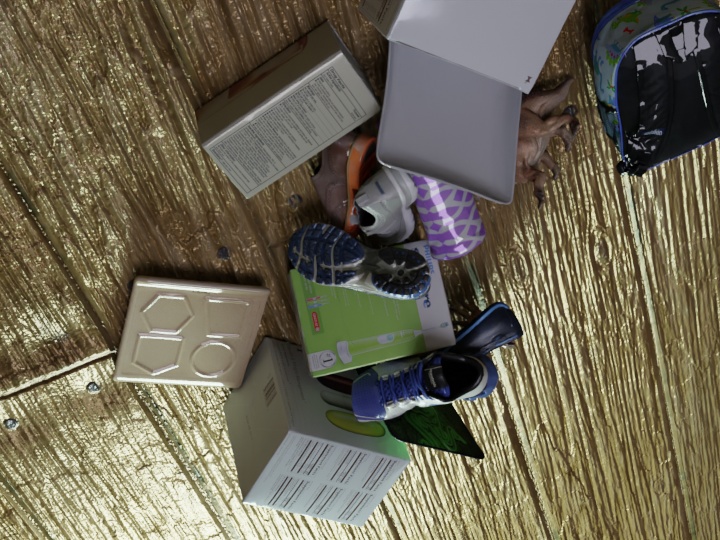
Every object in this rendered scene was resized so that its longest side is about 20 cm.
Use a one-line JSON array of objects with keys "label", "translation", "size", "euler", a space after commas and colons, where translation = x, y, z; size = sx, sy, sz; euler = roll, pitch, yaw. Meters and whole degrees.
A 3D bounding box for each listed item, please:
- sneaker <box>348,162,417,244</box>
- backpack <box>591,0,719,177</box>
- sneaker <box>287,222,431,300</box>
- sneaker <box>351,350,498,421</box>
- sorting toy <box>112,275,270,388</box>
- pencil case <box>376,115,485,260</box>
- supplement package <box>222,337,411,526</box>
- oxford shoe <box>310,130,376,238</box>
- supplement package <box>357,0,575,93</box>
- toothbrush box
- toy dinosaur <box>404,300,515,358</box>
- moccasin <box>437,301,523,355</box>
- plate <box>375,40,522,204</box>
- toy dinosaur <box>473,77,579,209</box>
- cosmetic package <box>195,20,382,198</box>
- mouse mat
[{"label": "sneaker", "translation": [0.019, -0.079, 1.489], "size": [0.081, 0.075, 0.200], "euler": [-27, 163, -9]}, {"label": "backpack", "translation": [0.373, -0.252, 1.470], "size": [0.181, 0.148, 0.201], "euler": [-21, 134, 1]}, {"label": "sneaker", "translation": [0.000, 0.000, 1.516], "size": [0.078, 0.198, 0.085], "euler": [-69, 161, -8]}, {"label": "sneaker", "translation": [0.079, 0.142, 1.557], "size": [0.197, 0.081, 0.115], "euler": [-12, 168, 9]}, {"label": "sorting toy", "translation": [-0.234, 0.083, 1.625], "size": [0.183, 0.037, 0.201], "euler": [6, 129, -21]}, {"label": "pencil case", "translation": [0.089, -0.111, 1.502], "size": [0.085, 0.084, 0.201], "euler": [-9, 114, 38]}, {"label": "supplement package", "translation": [-0.065, 0.229, 1.684], "size": [0.199, 0.192, 0.148], "euler": [18, 121, -29]}, {"label": "oxford shoe", "translation": [-0.025, -0.106, 1.530], "size": [0.072, 0.071, 0.201], "euler": [22, 137, 13]}, {"label": "supplement package", "translation": [0.127, -0.319, 1.353], "size": [0.198, 0.111, 0.157], "euler": [15, 112, -27]}, {"label": "toothbrush box", "translation": [0.012, 0.051, 1.592], "size": [0.198, 0.086, 0.147], "euler": [-13, 88, -6]}, {"label": "toy dinosaur", "translation": [0.118, 0.107, 1.718], "size": [0.198, 0.086, 0.137], "euler": [-5, 129, -8]}, {"label": "moccasin", "translation": [0.140, 0.129, 1.641], "size": [0.200, 0.080, 0.068], "euler": [-42, 90, 15]}, {"label": "plate", "translation": [0.106, -0.194, 1.438], "size": [0.198, 0.202, 0.032], "euler": [15, 162, -28]}, {"label": "toy dinosaur", "translation": [0.199, -0.167, 1.525], "size": [0.135, 0.086, 0.202], "euler": [26, 103, 8]}, {"label": "cosmetic package", "translation": [-0.087, -0.191, 1.416], "size": [0.199, 0.088, 0.104], "euler": [-31, 128, 9]}, {"label": "mouse mat", "translation": [0.081, 0.196, 1.698], "size": [0.160, 0.200, 0.008], "euler": [17, 113, -28]}]
